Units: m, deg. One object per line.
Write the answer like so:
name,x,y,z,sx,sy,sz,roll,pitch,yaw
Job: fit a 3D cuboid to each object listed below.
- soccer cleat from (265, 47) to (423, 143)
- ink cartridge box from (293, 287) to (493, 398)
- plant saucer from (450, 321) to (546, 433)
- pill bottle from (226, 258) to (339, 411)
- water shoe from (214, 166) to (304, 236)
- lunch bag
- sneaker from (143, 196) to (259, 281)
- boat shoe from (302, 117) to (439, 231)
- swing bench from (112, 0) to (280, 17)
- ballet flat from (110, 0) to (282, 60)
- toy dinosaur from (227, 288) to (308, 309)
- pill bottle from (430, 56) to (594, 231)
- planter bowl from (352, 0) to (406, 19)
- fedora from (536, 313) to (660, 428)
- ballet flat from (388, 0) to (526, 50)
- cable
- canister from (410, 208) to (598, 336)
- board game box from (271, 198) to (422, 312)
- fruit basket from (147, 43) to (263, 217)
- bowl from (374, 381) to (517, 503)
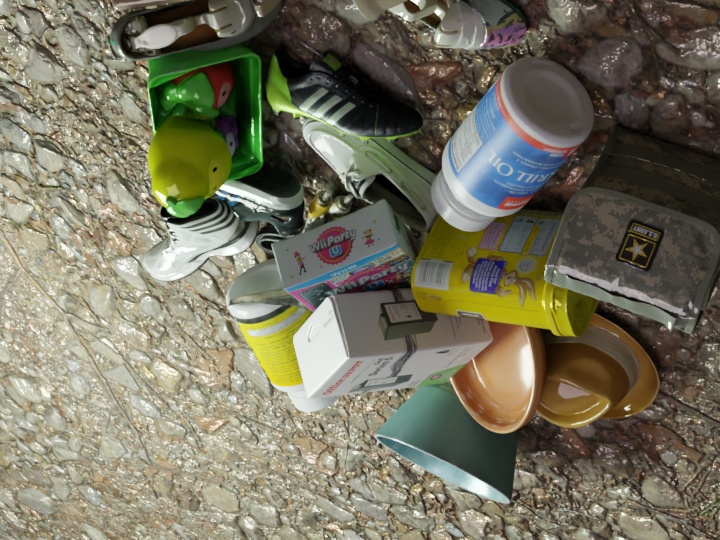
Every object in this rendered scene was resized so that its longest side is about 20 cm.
soccer cleat,-0.021,-0.202,1.563,0.199,0.068,0.082,17,125,20
ink cartridge box,0.037,0.085,1.658,0.146,0.198,0.085,-49,51,56
plant saucer,0.168,0.098,1.679,0.200,0.037,0.202,29,124,55
pill bottle,-0.094,0.092,1.859,0.112,0.113,0.201,-2,127,36
water shoe,-0.159,-0.098,1.729,0.199,0.071,0.079,23,134,30
lunch bag,0.297,-0.036,1.400,0.163,0.200,0.118,20,139,17
sneaker,-0.242,-0.056,1.819,0.199,0.076,0.115,-20,141,35
boat shoe,0.011,-0.114,1.621,0.199,0.066,0.072,36,140,-1
swing bench,-0.179,-0.388,1.439,0.198,0.130,0.200,6,132,23
ballet flat,-0.179,-0.272,1.512,0.198,0.064,0.068,-16,107,-7
toy dinosaur,-0.066,0.016,1.754,0.198,0.047,0.089,5,112,-23
pill bottle,0.156,-0.128,1.474,0.112,0.112,0.200,36,141,-2
planter bowl,0.037,-0.355,1.291,0.134,0.201,0.201,-17,123,12
fedora,0.264,0.136,1.681,0.199,0.082,0.202,18,138,17
ballet flat,0.074,-0.274,1.417,0.199,0.071,0.069,30,139,5
cable,-0.056,-0.053,1.765,0.097,0.051,0.200,32,156,-24
canister,0.173,-0.006,1.555,0.199,0.149,0.087,7,142,32
board game box,0.000,0.000,1.630,0.147,0.065,0.200,-21,156,12
fruit basket,-0.183,-0.157,1.587,0.216,0.154,0.217,165,90,-76
bowl,0.130,0.218,1.807,0.200,0.106,0.201,27,168,6
